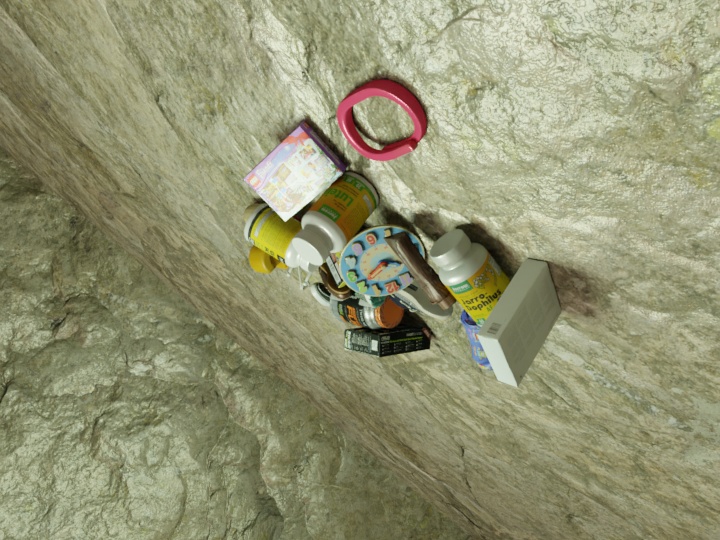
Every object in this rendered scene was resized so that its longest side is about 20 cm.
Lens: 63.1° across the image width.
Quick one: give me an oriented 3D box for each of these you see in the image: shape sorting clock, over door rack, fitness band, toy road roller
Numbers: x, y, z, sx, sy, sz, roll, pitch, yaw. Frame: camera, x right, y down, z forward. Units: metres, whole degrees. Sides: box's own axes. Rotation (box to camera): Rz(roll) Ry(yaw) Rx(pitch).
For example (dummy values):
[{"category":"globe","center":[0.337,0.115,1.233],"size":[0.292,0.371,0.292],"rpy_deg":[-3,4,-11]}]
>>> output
[{"category":"shape sorting clock","center":[0.050,-0.018,1.345],"size":[0.039,0.200,0.200],"rpy_deg":[-105,-9,-48]},{"category":"over door rack","center":[-0.149,0.037,1.818],"size":[0.148,0.067,0.200],"rpy_deg":[27,153,25]},{"category":"fitness band","center":[0.036,-0.273,1.076],"size":[0.144,0.037,0.200],"rpy_deg":[51,152,-20]},{"category":"toy road roller","center":[-0.269,-0.082,1.680],"size":[0.123,0.146,0.200],"rpy_deg":[4,139,50]}]

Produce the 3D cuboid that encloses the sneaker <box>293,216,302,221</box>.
[{"category":"sneaker","center":[-0.155,-0.091,1.602],"size":[0.200,0.078,0.090],"rpy_deg":[35,134,-21]}]

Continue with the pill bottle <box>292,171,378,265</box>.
[{"category":"pill bottle","center":[-0.057,-0.111,1.278],"size":[0.111,0.200,0.111],"rpy_deg":[30,154,16]}]

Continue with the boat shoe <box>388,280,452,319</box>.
[{"category":"boat shoe","center":[0.149,0.074,1.479],"size":[0.200,0.075,0.093],"rpy_deg":[36,158,28]}]

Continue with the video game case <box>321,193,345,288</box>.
[{"category":"video game case","center":[-0.065,-0.072,1.468],"size":[0.200,0.025,0.181],"rpy_deg":[64,157,9]}]

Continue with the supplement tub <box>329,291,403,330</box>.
[{"category":"supplement tub","center":[0.017,0.097,1.628],"size":[0.200,0.123,0.123],"rpy_deg":[7,141,48]}]

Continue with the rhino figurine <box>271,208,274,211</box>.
[{"category":"rhino figurine","center":[-0.171,-0.197,1.419],"size":[0.060,0.088,0.200],"rpy_deg":[41,156,-8]}]

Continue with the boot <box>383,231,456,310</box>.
[{"category":"boot","center":[0.126,-0.012,1.299],"size":[0.200,0.064,0.186],"rpy_deg":[47,180,-6]}]

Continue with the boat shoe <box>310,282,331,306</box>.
[{"category":"boat shoe","center":[-0.065,0.077,1.728],"size":[0.057,0.069,0.200],"rpy_deg":[-33,139,24]}]

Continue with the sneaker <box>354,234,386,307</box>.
[{"category":"sneaker","center":[0.000,0.000,1.496],"size":[0.091,0.077,0.201],"rpy_deg":[13,123,46]}]

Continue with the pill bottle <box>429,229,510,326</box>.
[{"category":"pill bottle","center":[0.233,0.015,1.206],"size":[0.200,0.113,0.113],"rpy_deg":[49,153,-21]}]

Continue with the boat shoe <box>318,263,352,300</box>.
[{"category":"boat shoe","center":[-0.066,0.030,1.618],"size":[0.200,0.070,0.071],"rpy_deg":[-122,22,-56]}]

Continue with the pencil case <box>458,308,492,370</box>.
[{"category":"pencil case","center":[0.294,0.157,1.406],"size":[0.087,0.078,0.200],"rpy_deg":[-8,136,19]}]

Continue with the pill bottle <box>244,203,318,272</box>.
[{"category":"pill bottle","center":[-0.188,-0.079,1.495],"size":[0.200,0.113,0.113],"rpy_deg":[30,154,18]}]

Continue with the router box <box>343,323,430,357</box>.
[{"category":"router box","center":[0.076,0.192,1.645],"size":[0.150,0.200,0.062],"rpy_deg":[2,93,51]}]

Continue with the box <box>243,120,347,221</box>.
[{"category":"box","center":[-0.146,-0.216,1.300],"size":[0.200,0.039,0.137],"rpy_deg":[-34,109,32]}]

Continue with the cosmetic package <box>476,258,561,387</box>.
[{"category":"cosmetic package","center":[0.313,0.101,1.138],"size":[0.052,0.200,0.151],"rpy_deg":[13,145,44]}]
